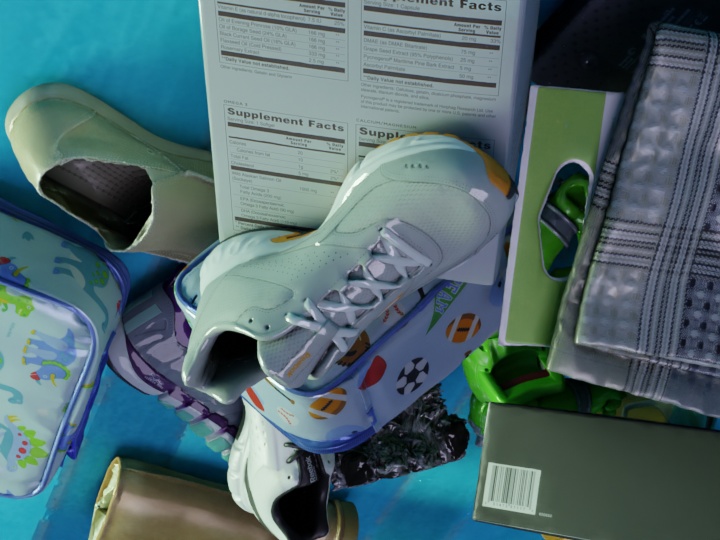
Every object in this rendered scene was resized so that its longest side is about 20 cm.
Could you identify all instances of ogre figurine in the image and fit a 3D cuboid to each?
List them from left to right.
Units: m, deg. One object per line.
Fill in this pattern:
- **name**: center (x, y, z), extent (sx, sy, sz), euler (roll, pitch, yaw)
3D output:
- **ogre figurine**: center (0.118, 0.039, 0.962), extent (0.120, 0.098, 0.200), euler (-26, 151, -19)

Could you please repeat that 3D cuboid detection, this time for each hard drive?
- **hard drive**: center (0.206, -0.126, 0.855), extent (0.199, 0.042, 0.135), euler (23, 129, -27)

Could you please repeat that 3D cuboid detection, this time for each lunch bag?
- **lunch bag**: center (-0.240, 0.049, 0.929), extent (0.160, 0.083, 0.200), euler (23, 130, -5)
- **lunch bag**: center (0.000, 0.000, 0.850), extent (0.200, 0.160, 0.076), euler (-38, 138, -19)

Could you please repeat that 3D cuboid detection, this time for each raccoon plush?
- **raccoon plush**: center (-0.004, 0.083, 1.037), extent (0.096, 0.135, 0.200), euler (-11, 173, -28)

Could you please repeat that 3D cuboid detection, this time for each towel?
- **towel**: center (0.212, -0.014, 0.772), extent (0.192, 0.035, 0.201), euler (12, 101, -14)

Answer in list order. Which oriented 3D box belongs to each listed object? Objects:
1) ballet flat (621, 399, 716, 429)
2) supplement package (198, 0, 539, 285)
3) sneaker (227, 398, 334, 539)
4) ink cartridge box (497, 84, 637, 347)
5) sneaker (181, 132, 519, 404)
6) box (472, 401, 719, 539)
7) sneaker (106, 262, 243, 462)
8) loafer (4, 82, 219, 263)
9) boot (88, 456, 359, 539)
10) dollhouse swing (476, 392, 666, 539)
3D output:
- **ballet flat**: center (0.218, 0.086, 0.996), extent (0.070, 0.201, 0.067), euler (13, 167, 13)
- **supplement package**: center (0.012, -0.124, 0.732), extent (0.150, 0.152, 0.200), euler (8, 136, 7)
- **sneaker**: center (-0.044, 0.092, 0.952), extent (0.073, 0.080, 0.201), euler (-17, 124, -24)
- **ink cartridge box**: center (0.173, -0.031, 0.819), extent (0.199, 0.076, 0.149), euler (4, 103, -11)
- **sneaker**: center (-0.008, 0.011, 0.697), extent (0.200, 0.092, 0.076), euler (-29, 121, 37)
- **box**: center (0.190, 0.132, 0.879), extent (0.199, 0.079, 0.141), euler (5, 171, 32)
- **sneaker**: center (-0.082, 0.074, 1.005), extent (0.087, 0.075, 0.200), euler (-36, 129, 21)
- **loafer**: center (-0.125, -0.039, 0.882), extent (0.199, 0.068, 0.076), euler (24, 128, -29)
- **boot**: center (-0.121, 0.228, 1.168), extent (0.199, 0.066, 0.176), euler (12, 121, -20)
- **dollhouse swing**: center (0.213, 0.210, 1.109), extent (0.181, 0.176, 0.200), euler (-25, 135, 17)
